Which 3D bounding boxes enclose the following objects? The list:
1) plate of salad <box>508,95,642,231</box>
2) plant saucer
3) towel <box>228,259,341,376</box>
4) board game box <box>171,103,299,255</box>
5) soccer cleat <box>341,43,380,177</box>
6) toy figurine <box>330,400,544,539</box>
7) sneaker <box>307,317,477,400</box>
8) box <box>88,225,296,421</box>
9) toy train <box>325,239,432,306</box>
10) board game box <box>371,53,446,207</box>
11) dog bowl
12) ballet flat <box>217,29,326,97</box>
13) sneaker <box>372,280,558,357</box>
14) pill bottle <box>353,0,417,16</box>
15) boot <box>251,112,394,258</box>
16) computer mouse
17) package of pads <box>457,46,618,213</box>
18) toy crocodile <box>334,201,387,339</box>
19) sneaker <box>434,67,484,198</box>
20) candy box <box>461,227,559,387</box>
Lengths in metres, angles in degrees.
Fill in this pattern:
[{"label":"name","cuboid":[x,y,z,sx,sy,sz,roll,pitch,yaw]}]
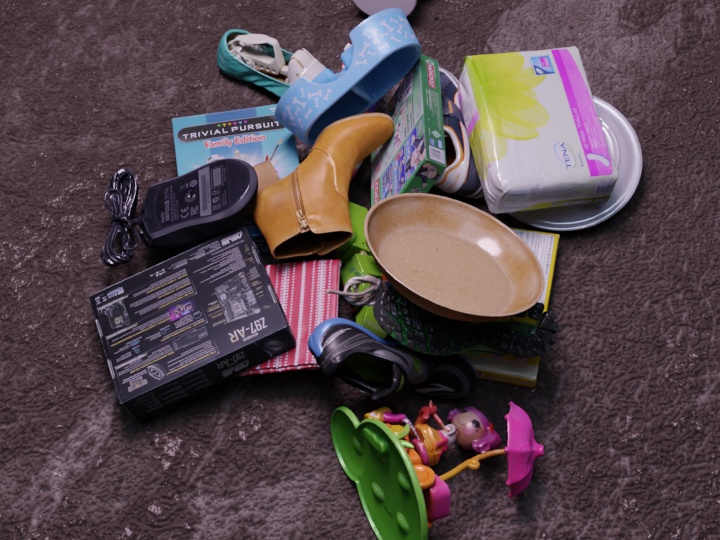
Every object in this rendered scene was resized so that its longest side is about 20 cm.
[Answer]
[{"label":"plate of salad","cuboid":[0.248,-0.135,1.509,0.200,0.048,0.201,-2,66,5]},{"label":"plant saucer","cuboid":[0.093,-0.007,1.272,0.200,0.035,0.200,15,35,-11]},{"label":"towel","cuboid":[-0.121,0.058,1.377,0.199,0.023,0.145,-7,55,12]},{"label":"board game box","cuboid":[-0.148,-0.109,1.498,0.151,0.047,0.200,-9,57,-5]},{"label":"soccer cleat","cuboid":[-0.004,-0.194,1.542,0.067,0.076,0.200,4,75,26]},{"label":"toy figurine","cuboid":[0.093,0.191,1.272,0.184,0.150,0.200,-14,32,-24]},{"label":"sneaker","cuboid":[0.036,0.111,1.299,0.199,0.071,0.083,16,32,-27]},{"label":"box","cuboid":[-0.190,0.056,1.358,0.200,0.044,0.160,-25,53,-2]},{"label":"toy train","cuboid":[0.035,-0.010,1.356,0.200,0.085,0.116,4,35,-28]},{"label":"board game box","cuboid":[0.054,-0.147,1.449,0.029,0.135,0.200,19,43,-18]},{"label":"dog bowl","cuboid":[-0.011,-0.226,1.452,0.200,0.111,0.050,-40,75,10]},{"label":"ballet flat","cuboid":[-0.101,-0.264,1.586,0.200,0.070,0.067,22,56,14]},{"label":"sneaker","cuboid":[0.107,0.061,1.316,0.200,0.085,0.078,11,80,-15]},{"label":"pill bottle","cuboid":[0.056,-0.450,1.681,0.113,0.113,0.200,13,57,9]},{"label":"boot","cuboid":[-0.029,-0.093,1.415,0.201,0.071,0.144,-24,52,-4]},{"label":"computer mouse","cuboid":[-0.204,-0.073,1.421,0.200,0.053,0.139,-13,55,16]},{"label":"package of pads","cuboid":[0.205,-0.169,1.452,0.154,0.068,0.200,-7,64,-11]},{"label":"toy crocodile","cuboid":[0.000,0.000,1.420,0.067,0.062,0.200,16,45,-37]},{"label":"sneaker","cuboid":[0.097,-0.181,1.511,0.079,0.078,0.200,6,49,-38]},{"label":"candy box","cuboid":[0.167,0.036,1.409,0.102,0.026,0.200,11,58,7]}]
